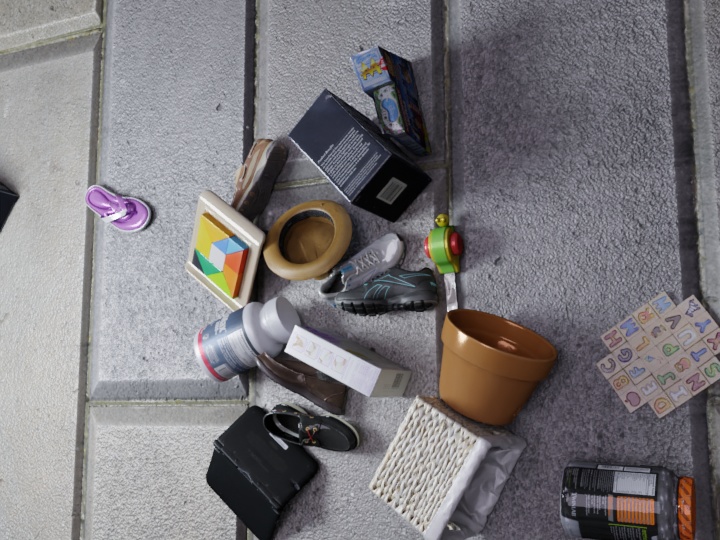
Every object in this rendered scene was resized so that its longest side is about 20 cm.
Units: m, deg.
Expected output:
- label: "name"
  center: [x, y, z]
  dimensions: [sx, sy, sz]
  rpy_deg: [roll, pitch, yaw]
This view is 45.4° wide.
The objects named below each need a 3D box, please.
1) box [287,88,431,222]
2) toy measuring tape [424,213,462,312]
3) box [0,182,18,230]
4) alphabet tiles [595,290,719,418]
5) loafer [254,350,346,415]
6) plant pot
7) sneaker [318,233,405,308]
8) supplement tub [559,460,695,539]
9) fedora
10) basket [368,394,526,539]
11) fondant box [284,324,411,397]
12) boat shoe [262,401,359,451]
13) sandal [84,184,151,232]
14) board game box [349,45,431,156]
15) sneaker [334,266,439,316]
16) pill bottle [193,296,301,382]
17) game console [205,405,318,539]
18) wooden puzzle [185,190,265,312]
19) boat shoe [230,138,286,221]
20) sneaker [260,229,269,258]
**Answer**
- label: "box"
  center: [0.000, -0.211, 1.626]
  dimensions: [0.123, 0.200, 0.199]
  rpy_deg: [-47, 65, 12]
- label: "toy measuring tape"
  center: [0.155, -0.008, 1.591]
  dimensions: [0.073, 0.073, 0.203]
  rpy_deg: [-7, 79, 25]
- label: "box"
  center: [-0.993, -0.156, 2.147]
  dimensions: [0.199, 0.117, 0.198]
  rpy_deg: [33, 97, 27]
- label: "alphabet tiles"
  center: [0.502, 0.140, 1.435]
  dimensions: [0.199, 0.006, 0.167]
  rpy_deg: [-39, 68, 16]
- label: "loafer"
  center: [-0.112, 0.205, 1.668]
  dimensions: [0.199, 0.073, 0.072]
  rpy_deg: [30, 81, -7]
- label: "plant pot"
  center: [0.219, 0.169, 1.472]
  dimensions: [0.199, 0.199, 0.142]
  rpy_deg: [25, 106, 26]
- label: "sneaker"
  center: [0.000, 0.000, 1.657]
  dimensions: [0.200, 0.086, 0.075]
  rpy_deg: [-42, 66, 13]
- label: "supplement tub"
  center: [0.426, 0.371, 1.372]
  dimensions: [0.198, 0.122, 0.124]
  rpy_deg: [-1, 82, 25]
- label: "fedora"
  center: [-0.094, -0.046, 1.695]
  dimensions: [0.198, 0.082, 0.202]
  rpy_deg: [-12, 49, 15]
- label: "basket"
  center: [0.150, 0.337, 1.474]
  dimensions: [0.160, 0.198, 0.202]
  rpy_deg: [30, 96, 31]
- label: "fondant box"
  center: [-0.022, 0.170, 1.608]
  dimensions: [0.198, 0.144, 0.059]
  rpy_deg: [23, 93, 27]
- label: "boat shoe"
  center: [-0.096, 0.310, 1.659]
  dimensions: [0.199, 0.063, 0.075]
  rpy_deg: [13, 112, 28]
- label: "sandal"
  center: [-0.566, -0.141, 1.973]
  dimensions: [0.201, 0.050, 0.083]
  rpy_deg: [20, 91, 27]
- label: "board game box"
  center: [0.055, -0.328, 1.616]
  dimensions: [0.061, 0.199, 0.202]
  rpy_deg: [-17, 75, 21]
- label: "sneaker"
  center: [0.049, 0.040, 1.632]
  dimensions: [0.197, 0.076, 0.080]
  rpy_deg: [-4, 68, 6]
- label: "pill bottle"
  center: [-0.223, 0.133, 1.726]
  dimensions: [0.198, 0.119, 0.121]
  rpy_deg: [-27, 72, 19]
- label: "game console"
  center: [-0.200, 0.408, 1.730]
  dimensions: [0.199, 0.117, 0.176]
  rpy_deg: [38, 69, 25]
- label: "wooden puzzle"
  center: [-0.284, -0.034, 1.755]
  dimensions: [0.184, 0.037, 0.202]
  rpy_deg: [37, 126, 24]
- label: "boat shoe"
  center: [-0.227, -0.186, 1.807]
  dimensions: [0.071, 0.076, 0.202]
  rpy_deg: [26, 85, 30]
- label: "sneaker"
  center: [-0.236, -0.040, 1.794]
  dimensions: [0.198, 0.076, 0.092]
  rpy_deg: [-1, 91, 33]
